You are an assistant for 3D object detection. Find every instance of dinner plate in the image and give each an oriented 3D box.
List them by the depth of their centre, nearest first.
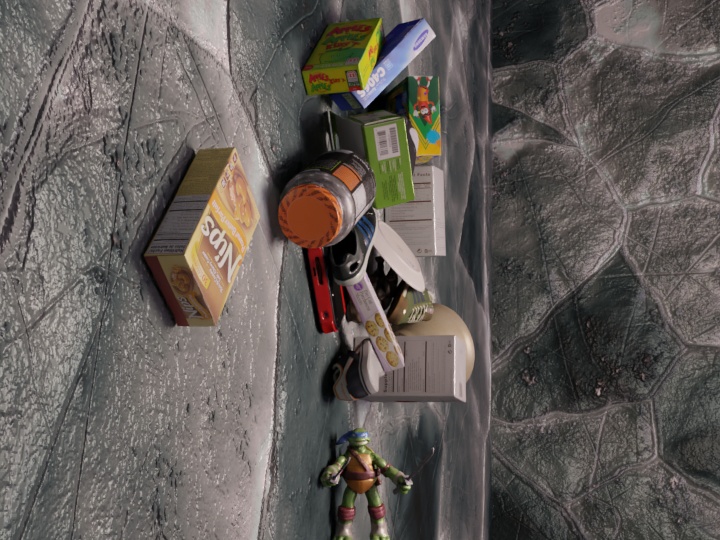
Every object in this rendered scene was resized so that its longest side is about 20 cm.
[{"bbox_3d":[0.070,-0.042,1.865,0.200,0.024,0.200,47,16,-17],"label":"dinner plate"}]

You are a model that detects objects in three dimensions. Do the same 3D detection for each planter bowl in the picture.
[{"bbox_3d":[0.121,0.177,1.968,0.135,0.200,0.201,-9,98,-47],"label":"planter bowl"}]

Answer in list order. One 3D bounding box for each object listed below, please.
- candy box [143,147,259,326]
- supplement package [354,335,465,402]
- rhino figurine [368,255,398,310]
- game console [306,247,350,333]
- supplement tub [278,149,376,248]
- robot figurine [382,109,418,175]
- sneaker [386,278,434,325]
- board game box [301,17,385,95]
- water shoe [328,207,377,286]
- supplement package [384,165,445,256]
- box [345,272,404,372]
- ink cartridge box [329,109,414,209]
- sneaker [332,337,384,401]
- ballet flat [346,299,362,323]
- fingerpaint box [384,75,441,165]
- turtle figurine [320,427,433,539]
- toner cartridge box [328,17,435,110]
[{"bbox_3d":[-0.185,-0.043,1.118,0.200,0.055,0.116,-76,157,-45],"label":"candy box"},{"bbox_3d":[0.098,0.194,1.814,0.121,0.200,0.120,37,53,-69],"label":"supplement package"},{"bbox_3d":[0.037,0.047,1.863,0.200,0.060,0.088,-66,168,-57],"label":"rhino figurine"},{"bbox_3d":[-0.054,-0.007,1.632,0.177,0.031,0.200,-71,156,-64],"label":"game console"},{"bbox_3d":[-0.054,-0.111,1.464,0.200,0.122,0.123,-53,139,-64],"label":"supplement tub"},{"bbox_3d":[0.047,-0.227,1.832,0.150,0.125,0.200,65,27,-44],"label":"robot figurine"},{"bbox_3d":[0.110,0.072,1.888,0.067,0.090,0.200,-56,-176,20],"label":"sneaker"},{"bbox_3d":[-0.026,-0.376,1.627,0.200,0.101,0.048,-72,153,-50],"label":"board game box"},{"bbox_3d":[-0.013,-0.068,1.598,0.079,0.071,0.200,71,18,-48],"label":"water shoe"},{"bbox_3d":[0.123,-0.130,2.090,0.117,0.117,0.200,0,89,-73],"label":"supplement package"},{"bbox_3d":[0.027,0.093,1.697,0.039,0.041,0.200,-88,157,-66],"label":"box"},{"bbox_3d":[0.015,-0.206,1.630,0.200,0.076,0.148,-138,-144,-64],"label":"ink cartridge box"},{"bbox_3d":[-0.006,0.178,1.682,0.200,0.079,0.079,-54,122,-77],"label":"sneaker"},{"bbox_3d":[0.000,0.000,1.773,0.067,0.046,0.200,29,61,-72],"label":"ballet flat"},{"bbox_3d":[0.108,-0.315,2.001,0.200,0.073,0.167,178,-89,-77],"label":"fingerpaint box"},{"bbox_3d":[0.008,0.381,1.596,0.144,0.200,0.194,-7,100,-40],"label":"turtle figurine"},{"bbox_3d":[0.039,-0.372,1.683,0.200,0.095,0.043,-47,116,-14],"label":"toner cartridge box"}]
